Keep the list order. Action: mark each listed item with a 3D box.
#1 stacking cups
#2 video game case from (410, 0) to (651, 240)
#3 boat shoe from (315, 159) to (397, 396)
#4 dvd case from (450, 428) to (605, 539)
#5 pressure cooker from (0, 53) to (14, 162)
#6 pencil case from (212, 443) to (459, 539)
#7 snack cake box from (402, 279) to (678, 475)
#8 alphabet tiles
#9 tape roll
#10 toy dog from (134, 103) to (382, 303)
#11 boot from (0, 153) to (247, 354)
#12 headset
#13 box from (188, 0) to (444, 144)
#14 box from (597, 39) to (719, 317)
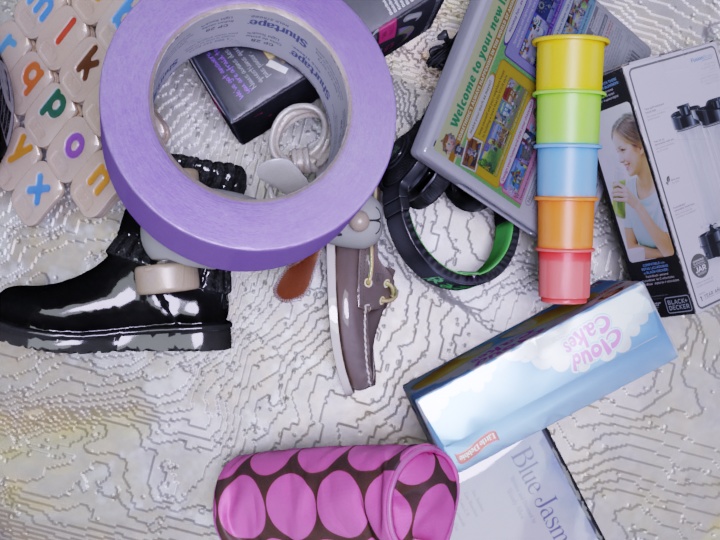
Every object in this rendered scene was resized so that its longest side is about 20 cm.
[{"bbox_3d":[0.156,-0.077,0.797,0.060,0.061,0.203,3,96,-2],"label":"stacking cups"},{"bbox_3d":[0.144,-0.139,0.827,0.181,0.022,0.202,29,76,-30],"label":"video game case"},{"bbox_3d":[0.000,0.000,0.850,0.059,0.072,0.203,-5,83,1],"label":"boat shoe"},{"bbox_3d":[0.101,0.237,0.870,0.198,0.018,0.144,-29,89,-3],"label":"dvd case"},{"bbox_3d":[-0.358,-0.130,0.775,0.178,0.200,0.177,39,83,-2],"label":"pressure cooker"},{"bbox_3d":[-0.022,0.184,0.788,0.091,0.198,0.095,40,51,-36],"label":"pencil case"},{"bbox_3d":[0.138,0.081,0.828,0.198,0.115,0.068,-27,90,-3],"label":"snack cake box"},{"bbox_3d":[-0.232,-0.141,0.825,0.196,0.015,0.201,-47,66,16],"label":"alphabet tiles"},{"bbox_3d":[-0.078,-0.105,0.706,0.197,0.066,0.203,3,76,-13],"label":"tape roll"},{"bbox_3d":[-0.083,-0.036,0.764,0.198,0.096,0.133,-25,97,-5],"label":"toy dog"},{"bbox_3d":[-0.198,-0.017,0.836,0.208,0.079,0.160,1,94,-12],"label":"boot"},{"bbox_3d":[0.078,-0.088,0.825,0.122,0.094,0.203,2,75,-33],"label":"headset"},{"bbox_3d":[-0.043,-0.203,0.827,0.199,0.122,0.107,-32,90,-2],"label":"box"},{"bbox_3d":[0.260,-0.074,0.838,0.116,0.060,0.203,-20,94,-30],"label":"box"}]
